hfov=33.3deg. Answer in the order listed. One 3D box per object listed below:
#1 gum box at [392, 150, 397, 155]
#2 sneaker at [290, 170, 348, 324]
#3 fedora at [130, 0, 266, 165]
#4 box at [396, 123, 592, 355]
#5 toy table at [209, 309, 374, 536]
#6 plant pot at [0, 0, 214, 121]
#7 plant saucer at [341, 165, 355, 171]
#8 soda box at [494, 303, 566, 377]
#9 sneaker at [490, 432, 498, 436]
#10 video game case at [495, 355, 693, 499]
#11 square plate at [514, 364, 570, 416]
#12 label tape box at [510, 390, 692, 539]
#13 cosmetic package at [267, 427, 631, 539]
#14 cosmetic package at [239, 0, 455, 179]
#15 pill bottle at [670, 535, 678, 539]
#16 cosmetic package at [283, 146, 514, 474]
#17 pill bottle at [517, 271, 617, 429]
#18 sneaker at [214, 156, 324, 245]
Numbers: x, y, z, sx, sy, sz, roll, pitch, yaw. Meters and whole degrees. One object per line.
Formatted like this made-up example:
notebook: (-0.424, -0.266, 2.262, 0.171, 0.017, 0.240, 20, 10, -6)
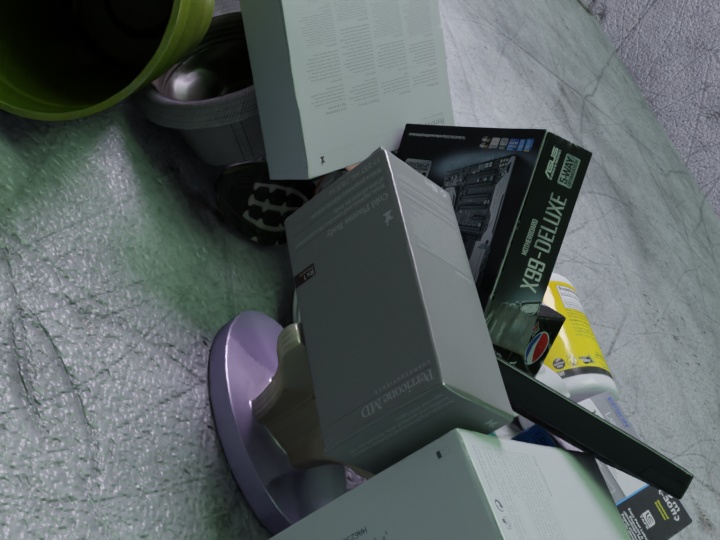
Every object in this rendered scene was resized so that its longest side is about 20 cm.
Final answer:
gum box: (-0.003, -0.156, 1.178, 0.170, 0.044, 0.200, 51, 7, -32)
sneaker: (0.000, 0.000, 1.051, 0.076, 0.092, 0.201, 34, 57, -54)
fedora: (-0.112, -0.162, 1.072, 0.200, 0.176, 0.091, -115, -174, -50)
box: (0.079, -0.031, 0.943, 0.050, 0.159, 0.200, 21, -2, -29)
toy table: (-0.030, 0.096, 0.915, 0.183, 0.117, 0.201, 14, 48, -54)
plant pot: (-0.201, -0.221, 0.937, 0.201, 0.200, 0.193, 55, 14, -1)
plant saucer: (-0.015, -0.146, 1.326, 0.200, 0.037, 0.201, 41, 28, -27)
soda box: (0.089, 0.022, 1.120, 0.200, 0.071, 0.063, 36, 18, 37)
sneaker: (0.120, 0.176, 1.124, 0.200, 0.079, 0.131, 43, 29, -25)
video game case: (0.141, 0.107, 0.939, 0.199, 0.026, 0.181, 31, -4, -2)
square plate: (0.090, 0.072, 1.149, 0.198, 0.029, 0.200, 32, 17, 25)
label tape box: (0.231, 0.190, 1.107, 0.200, 0.063, 0.145, -12, 66, -52)
cosmetic package: (0.062, 0.215, 0.832, 0.200, 0.199, 0.123, 17, 45, -53)
cosmetic package: (-0.005, -0.171, 1.007, 0.200, 0.051, 0.152, -23, 107, -46)
pill bottle: (0.257, 0.261, 1.223, 0.112, 0.112, 0.201, 23, 41, -49)
cosmetic package: (0.021, 0.031, 0.827, 0.090, 0.107, 0.201, 31, 34, -41)
pill bottle: (0.203, 0.076, 1.350, 0.112, 0.112, 0.201, 26, 37, -46)
sneaker: (-0.079, -0.074, 1.120, 0.088, 0.077, 0.200, 32, 15, 30)
